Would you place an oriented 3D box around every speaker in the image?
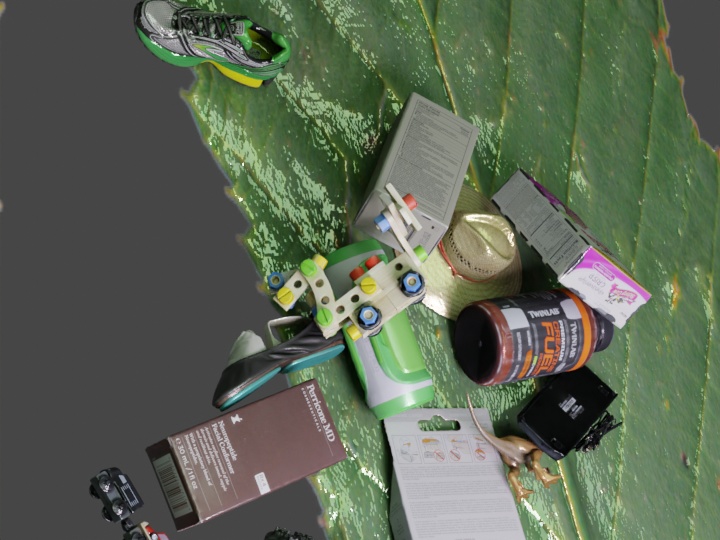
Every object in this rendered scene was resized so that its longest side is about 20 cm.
[{"bbox_3d":[0.019,0.070,1.691,0.088,0.088,0.202,-15,81,-33],"label":"speaker"}]

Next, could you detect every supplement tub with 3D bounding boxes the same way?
[{"bbox_3d":[0.222,0.079,1.795,0.198,0.107,0.108,-8,78,-32],"label":"supplement tub"}]

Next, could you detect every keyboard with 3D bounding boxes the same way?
[{"bbox_3d":[0.262,0.189,1.799,0.104,0.040,0.200,43,36,10],"label":"keyboard"}]

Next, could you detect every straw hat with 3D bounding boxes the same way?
[{"bbox_3d":[0.147,-0.035,1.801,0.199,0.085,0.203,10,70,-27],"label":"straw hat"}]

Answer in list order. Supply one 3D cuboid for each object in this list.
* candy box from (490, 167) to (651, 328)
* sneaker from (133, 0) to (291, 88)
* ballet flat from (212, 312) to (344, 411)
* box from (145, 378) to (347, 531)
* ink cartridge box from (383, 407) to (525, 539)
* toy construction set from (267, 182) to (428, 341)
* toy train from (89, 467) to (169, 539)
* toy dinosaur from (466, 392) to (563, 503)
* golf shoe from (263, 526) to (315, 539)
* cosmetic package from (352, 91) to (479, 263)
[{"bbox_3d":[0.261,-0.030,1.792,0.136,0.061,0.200,34,15,-37],"label":"candy box"},{"bbox_3d":[-0.173,-0.284,1.696,0.198,0.085,0.079,12,68,-26],"label":"sneaker"},{"bbox_3d":[-0.105,0.097,1.629,0.199,0.068,0.069,-23,76,-44],"label":"ballet flat"},{"bbox_3d":[-0.123,0.201,1.574,0.199,0.075,0.101,-20,84,-35],"label":"box"},{"bbox_3d":[0.104,0.264,1.714,0.159,0.050,0.202,3,54,-29],"label":"ink cartridge box"},{"bbox_3d":[0.000,0.000,1.616,0.200,0.092,0.132,-40,75,9],"label":"toy construction set"},{"bbox_3d":[-0.221,0.297,1.510,0.046,0.034,0.201,-29,89,-46],"label":"toy train"},{"bbox_3d":[0.186,0.221,1.740,0.199,0.060,0.107,19,37,-51],"label":"toy dinosaur"},{"bbox_3d":[-0.027,0.354,1.589,0.198,0.078,0.095,21,82,-21],"label":"golf shoe"},{"bbox_3d":[0.070,-0.116,1.748,0.103,0.073,0.201,28,43,-6],"label":"cosmetic package"}]
